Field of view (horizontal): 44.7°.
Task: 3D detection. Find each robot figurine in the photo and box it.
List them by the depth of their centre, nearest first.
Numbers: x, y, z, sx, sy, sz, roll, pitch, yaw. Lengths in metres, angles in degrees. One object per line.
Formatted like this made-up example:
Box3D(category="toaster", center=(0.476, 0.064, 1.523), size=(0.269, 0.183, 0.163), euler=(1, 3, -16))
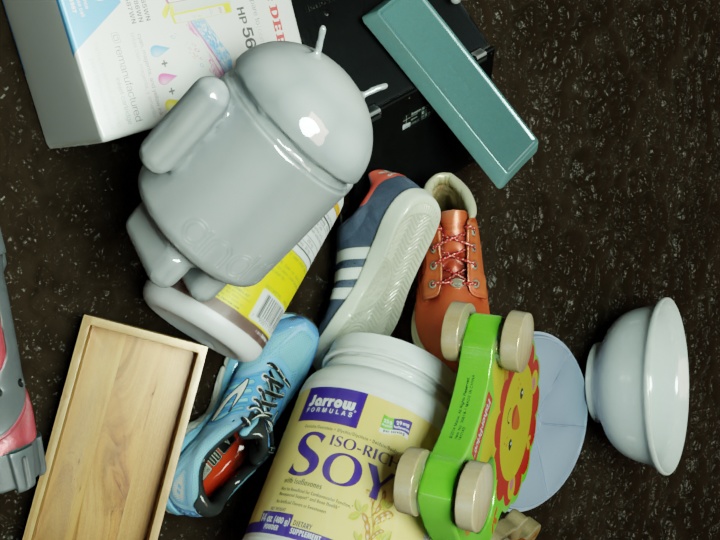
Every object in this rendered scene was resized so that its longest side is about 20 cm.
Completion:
Box3D(category="robot figurine", center=(-0.070, -0.070, 0.591), size=(0.200, 0.114, 0.169), euler=(-45, 150, 14))

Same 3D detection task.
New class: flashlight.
Box3D(category="flashlight", center=(-0.271, 0.056, 0.614), size=(0.067, 0.067, 0.204), euler=(-12, 102, -24))

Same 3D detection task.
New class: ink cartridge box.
Box3D(category="ink cartridge box", center=(-0.141, -0.181, 0.652), size=(0.198, 0.124, 0.131), euler=(-24, 108, -32))

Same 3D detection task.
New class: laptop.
Box3D(category="laptop", center=(0.028, -0.181, 0.853), size=(0.186, 0.115, 0.202), euler=(-32, 141, -30))

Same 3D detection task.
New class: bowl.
Box3D(category="bowl", center=(0.324, 0.134, 1.038), size=(0.200, 0.089, 0.205), euler=(4, 85, -58))

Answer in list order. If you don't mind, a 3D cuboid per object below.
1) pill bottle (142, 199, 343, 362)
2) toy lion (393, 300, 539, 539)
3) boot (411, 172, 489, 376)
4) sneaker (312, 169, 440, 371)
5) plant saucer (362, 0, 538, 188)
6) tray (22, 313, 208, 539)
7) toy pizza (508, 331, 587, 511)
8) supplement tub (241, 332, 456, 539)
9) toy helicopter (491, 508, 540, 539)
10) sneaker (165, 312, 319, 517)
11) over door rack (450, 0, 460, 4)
Box3D(category="pill bottle", center=(-0.085, -0.036, 0.719), size=(0.109, 0.108, 0.202), euler=(39, 71, -32))
Box3D(category="toy lion", center=(0.104, 0.134, 0.704), size=(0.202, 0.068, 0.193), euler=(-68, 150, -30))
Box3D(category="boot", center=(0.081, 0.004, 0.798), size=(0.073, 0.202, 0.108), euler=(-3, 138, -2))
Box3D(category="sneaker", center=(0.000, 0.000, 0.810), size=(0.074, 0.085, 0.202), euler=(10, 117, -44))
Box3D(category="plant saucer", center=(0.088, -0.173, 0.805), size=(0.070, 0.019, 0.201), euler=(-43, 97, -30))
Box3D(category="tray", center=(-0.192, 0.145, 0.680), size=(0.097, 0.037, 0.204), euler=(15, 86, -13))
Box3D(category="toy pizza", center=(0.185, 0.170, 0.990), size=(0.197, 0.031, 0.205), euler=(-3, 95, -37))
Box3D(category="supplement tub", center=(-0.001, 0.170, 0.719), size=(0.145, 0.144, 0.202), euler=(41, 56, -32))
Box3D(category="toy helicopter", center=(0.145, 0.311, 0.934), size=(0.199, 0.078, 0.134), euler=(5, 114, -60))
Box3D(category="sneaker", center=(-0.089, 0.127, 0.742), size=(0.078, 0.089, 0.201), euler=(46, 67, -30))
Box3D(category="over door rack", center=(0.046, -0.364, 0.818), size=(0.146, 0.066, 0.204), euler=(13, 73, -34))
